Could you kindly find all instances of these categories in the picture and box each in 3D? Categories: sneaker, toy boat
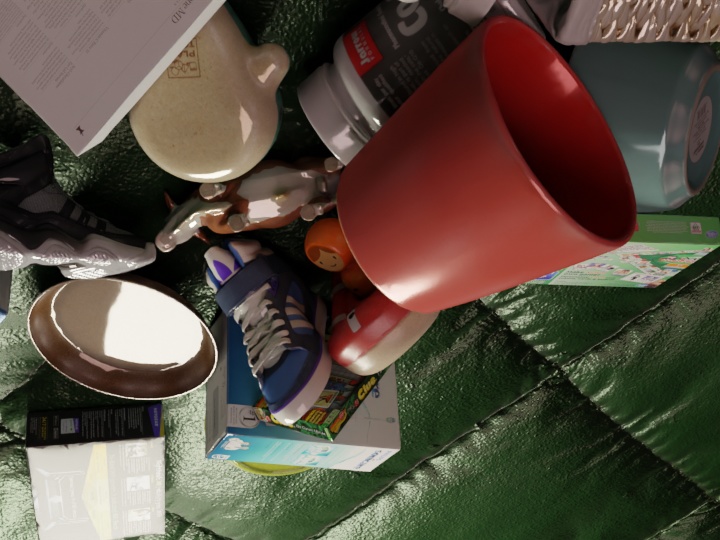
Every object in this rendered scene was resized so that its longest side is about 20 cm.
[{"bbox_3d":[-0.269,-0.058,0.917,0.075,0.116,0.198,-16,166,39],"label":"sneaker"},{"bbox_3d":[-0.103,0.045,0.985,0.146,0.201,0.080,41,112,-21],"label":"sneaker"},{"bbox_3d":[0.000,0.000,0.987,0.130,0.201,0.130,36,116,-23],"label":"toy boat"}]

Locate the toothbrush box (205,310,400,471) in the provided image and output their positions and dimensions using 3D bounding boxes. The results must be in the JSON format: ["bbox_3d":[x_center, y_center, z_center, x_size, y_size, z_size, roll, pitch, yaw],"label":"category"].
[{"bbox_3d":[-0.063,0.129,1.107,0.197,0.149,0.085,8,151,-23],"label":"toothbrush box"}]

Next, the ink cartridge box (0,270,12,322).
[{"bbox_3d":[-0.449,0.050,0.980,0.144,0.085,0.200,28,122,-35],"label":"ink cartridge box"}]

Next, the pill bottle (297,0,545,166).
[{"bbox_3d":[0.048,-0.181,0.877,0.199,0.115,0.114,-36,132,18],"label":"pill bottle"}]

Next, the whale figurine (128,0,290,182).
[{"bbox_3d":[-0.130,-0.179,0.857,0.156,0.104,0.203,-1,113,14],"label":"whale figurine"}]

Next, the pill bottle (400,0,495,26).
[{"bbox_3d":[0.023,-0.268,0.742,0.198,0.111,0.111,31,123,-7],"label":"pill bottle"}]

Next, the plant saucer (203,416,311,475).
[{"bbox_3d":[-0.092,0.192,1.251,0.197,0.031,0.202,-8,134,-8],"label":"plant saucer"}]

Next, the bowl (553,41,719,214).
[{"bbox_3d":[0.258,-0.133,0.908,0.104,0.202,0.202,15,146,32],"label":"bowl"}]

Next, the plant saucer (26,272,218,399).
[{"bbox_3d":[-0.243,0.064,1.059,0.197,0.032,0.202,4,138,4],"label":"plant saucer"}]

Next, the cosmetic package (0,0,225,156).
[{"bbox_3d":[-0.202,-0.212,0.777,0.200,0.052,0.151,-41,96,23],"label":"cosmetic package"}]

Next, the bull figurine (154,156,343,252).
[{"bbox_3d":[-0.101,-0.066,0.959,0.197,0.121,0.066,-17,99,-10],"label":"bull figurine"}]

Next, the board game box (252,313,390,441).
[{"bbox_3d":[-0.014,0.086,1.042,0.104,0.200,0.024,4,131,40],"label":"board game box"}]

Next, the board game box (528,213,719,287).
[{"bbox_3d":[0.215,-0.018,0.956,0.196,0.030,0.135,2,161,-11],"label":"board game box"}]

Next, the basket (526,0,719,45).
[{"bbox_3d":[0.205,-0.297,0.752,0.158,0.202,0.200,-2,134,-16],"label":"basket"}]

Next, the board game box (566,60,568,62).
[{"bbox_3d":[0.116,-0.138,0.996,0.134,0.028,0.200,22,124,-31],"label":"board game box"}]

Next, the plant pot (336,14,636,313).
[{"bbox_3d":[0.088,-0.068,0.799,0.176,0.203,0.199,-31,135,33],"label":"plant pot"}]

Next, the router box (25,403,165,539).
[{"bbox_3d":[-0.314,0.248,1.226,0.155,0.053,0.202,-2,133,-14],"label":"router box"}]
